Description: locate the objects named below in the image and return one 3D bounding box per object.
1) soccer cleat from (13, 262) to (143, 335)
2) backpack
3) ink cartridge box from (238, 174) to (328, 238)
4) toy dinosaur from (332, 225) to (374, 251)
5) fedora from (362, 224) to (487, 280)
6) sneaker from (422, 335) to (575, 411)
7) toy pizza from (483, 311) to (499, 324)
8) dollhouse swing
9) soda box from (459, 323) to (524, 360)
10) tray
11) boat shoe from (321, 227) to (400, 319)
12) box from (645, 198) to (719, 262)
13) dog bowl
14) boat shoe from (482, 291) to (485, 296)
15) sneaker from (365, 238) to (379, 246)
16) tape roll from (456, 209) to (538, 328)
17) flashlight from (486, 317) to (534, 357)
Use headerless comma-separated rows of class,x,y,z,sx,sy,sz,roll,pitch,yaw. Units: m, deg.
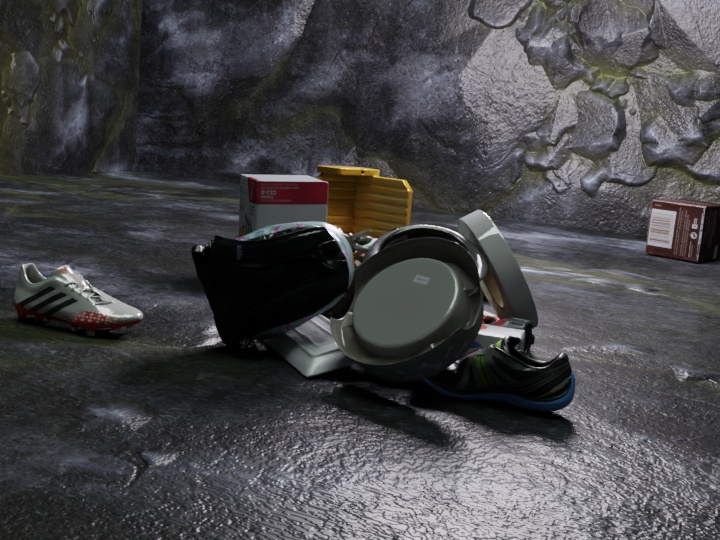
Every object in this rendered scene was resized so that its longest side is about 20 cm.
soccer cleat,-0.397,0.038,1.189,0.199,0.086,0.069,8,10,17
backpack,-0.108,0.004,1.152,0.199,0.168,0.127,-20,11,6
ink cartridge box,-0.152,-0.079,1.640,0.144,0.201,0.145,-2,11,-21
toy dinosaur,-0.074,0.001,1.249,0.077,0.200,0.102,44,-5,-9
fedora,0.092,0.016,1.234,0.176,0.091,0.200,-10,33,-11
sneaker,0.160,0.117,1.034,0.198,0.083,0.071,5,10,19
toy pizza,0.151,0.079,1.382,0.199,0.032,0.200,5,10,-1
dollhouse swing,-0.001,-0.142,2.054,0.181,0.201,0.175,-2,13,-34
soda box,0.114,0.102,1.133,0.199,0.069,0.064,8,10,16
tray,-0.062,0.093,1.163,0.107,0.022,0.200,-15,18,-22
boat shoe,0.000,0.000,1.317,0.070,0.200,0.070,41,-24,-2
box,0.971,-0.123,2.524,0.164,0.167,0.199,13,14,42
dog bowl,0.062,0.051,1.057,0.199,0.059,0.201,-17,42,16
boat shoe,0.215,0.028,1.642,0.198,0.072,0.076,-1,24,7
sneaker,0.071,0.004,1.387,0.199,0.074,0.118,17,9,-10
tape roll,0.208,0.004,1.303,0.037,0.204,0.203,-25,12,-1
flashlight,0.151,0.088,1.247,0.199,0.068,0.068,10,-15,32
